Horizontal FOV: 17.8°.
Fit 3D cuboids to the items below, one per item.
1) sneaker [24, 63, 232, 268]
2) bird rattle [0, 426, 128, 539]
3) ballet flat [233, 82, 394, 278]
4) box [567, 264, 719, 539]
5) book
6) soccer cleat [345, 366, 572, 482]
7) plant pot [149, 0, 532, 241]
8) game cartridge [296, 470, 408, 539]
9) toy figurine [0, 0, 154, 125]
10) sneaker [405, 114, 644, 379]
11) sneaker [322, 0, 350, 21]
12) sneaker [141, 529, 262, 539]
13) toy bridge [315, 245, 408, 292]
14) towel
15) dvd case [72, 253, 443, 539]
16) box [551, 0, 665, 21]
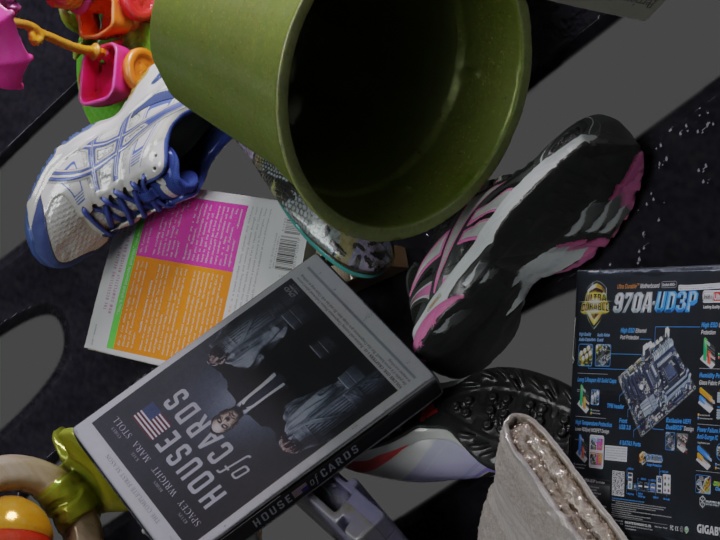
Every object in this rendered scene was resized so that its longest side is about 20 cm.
[{"bbox_3d":[-0.161,-0.071,1.655,0.200,0.075,0.088,-48,43,7],"label":"sneaker"},{"bbox_3d":[-0.237,0.209,1.694,0.113,0.163,0.200,-15,65,62],"label":"bird rattle"},{"bbox_3d":[-0.035,-0.078,1.531,0.200,0.072,0.072,51,120,38],"label":"ballet flat"},{"bbox_3d":[0.184,0.077,1.308,0.200,0.046,0.159,176,97,-67],"label":"box"},{"bbox_3d":[-0.107,0.009,1.654,0.200,0.048,0.134,11,89,44],"label":"book"},{"bbox_3d":[0.068,0.104,1.466,0.200,0.073,0.068,-2,63,28],"label":"soccer cleat"},{"bbox_3d":[-0.029,-0.137,1.433,0.190,0.200,0.200,22,101,47],"label":"plant pot"},{"bbox_3d":[-0.027,0.142,1.507,0.038,0.130,0.200,-48,50,-5],"label":"game cartridge"},{"bbox_3d":[-0.230,-0.199,1.700,0.150,0.184,0.200,-9,79,44],"label":"toy figurine"},{"bbox_3d":[0.088,-0.030,1.444,0.200,0.080,0.086,-46,42,23],"label":"sneaker"},{"bbox_3d":[0.043,-0.197,1.508,0.200,0.075,0.115,45,118,43],"label":"sneaker"},{"bbox_3d":[-0.108,0.151,1.577,0.200,0.078,0.077,159,125,-75],"label":"sneaker"},{"bbox_3d":[0.000,0.000,1.560,0.067,0.027,0.200,-25,67,41],"label":"toy bridge"},{"bbox_3d":[0.131,0.194,1.356,0.200,0.034,0.133,54,154,30],"label":"towel"},{"bbox_3d":[-0.067,0.090,1.463,0.200,0.025,0.150,-36,47,-10],"label":"dvd case"},{"bbox_3d":[0.169,-0.257,1.347,0.200,0.128,0.109,-48,56,32],"label":"box"}]
